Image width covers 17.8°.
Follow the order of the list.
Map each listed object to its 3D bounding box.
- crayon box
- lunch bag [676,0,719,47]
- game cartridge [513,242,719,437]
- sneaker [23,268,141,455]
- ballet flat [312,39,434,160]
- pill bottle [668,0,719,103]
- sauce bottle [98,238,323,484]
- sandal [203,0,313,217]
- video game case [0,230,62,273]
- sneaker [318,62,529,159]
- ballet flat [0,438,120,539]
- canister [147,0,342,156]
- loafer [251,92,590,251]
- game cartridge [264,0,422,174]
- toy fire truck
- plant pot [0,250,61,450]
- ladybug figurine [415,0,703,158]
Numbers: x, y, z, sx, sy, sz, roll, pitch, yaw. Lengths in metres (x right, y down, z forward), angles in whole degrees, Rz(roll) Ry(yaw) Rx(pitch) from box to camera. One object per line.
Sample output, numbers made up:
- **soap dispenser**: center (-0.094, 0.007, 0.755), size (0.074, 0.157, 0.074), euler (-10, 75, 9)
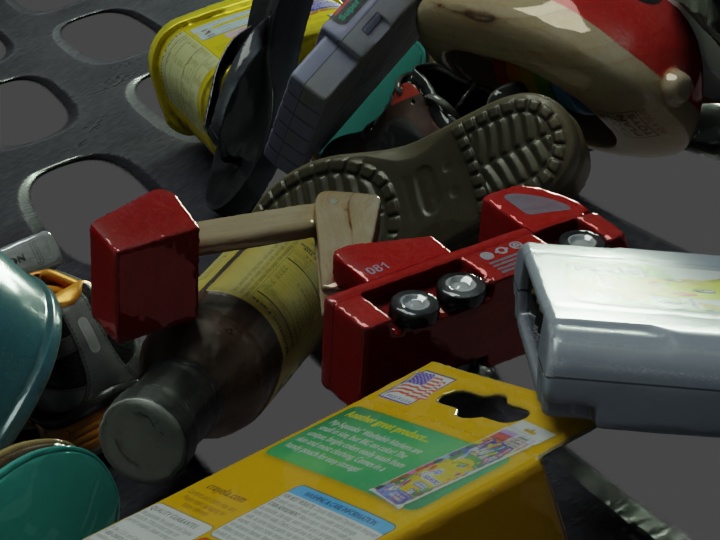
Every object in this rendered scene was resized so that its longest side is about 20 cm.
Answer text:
- **crayon box**: center (-0.018, 0.102, 0.783), size (0.200, 0.052, 0.126), euler (-26, 18, -24)
- **lunch bag**: center (0.252, -0.141, 1.149), size (0.199, 0.118, 0.164), euler (-3, 16, 1)
- **game cartridge**: center (0.125, 0.023, 0.827), size (0.133, 0.041, 0.200), euler (8, 10, -1)
- **sneaker**: center (-0.154, 0.035, 1.116), size (0.078, 0.077, 0.200), euler (-28, 17, -26)
- **ballet flat**: center (0.020, -0.148, 1.429), size (0.063, 0.068, 0.201), euler (107, -172, -80)
- **pill bottle**: center (0.156, -0.154, 1.342), size (0.113, 0.113, 0.200), euler (-27, 19, -31)
- **sauce bottle**: center (-0.062, 0.035, 1.035), size (0.064, 0.065, 0.200), euler (-11, 17, 24)
- **sandal**: center (-0.069, -0.127, 1.415), size (0.043, 0.201, 0.076), euler (19, -18, -25)
- **video game case**: center (-0.263, 0.040, 1.211), size (0.181, 0.023, 0.200), euler (-26, 0, -24)
- **sneaker**: center (0.042, -0.079, 1.272), size (0.077, 0.082, 0.200), euler (-28, 19, -33)
- **ballet flat**: center (-0.151, 0.122, 0.847), size (0.063, 0.069, 0.200), euler (-27, 10, 23)
- **canister**: center (-0.058, -0.133, 1.560), size (0.148, 0.087, 0.200), euler (-19, 17, -9)
- **loafer**: center (0.031, -0.027, 1.141), size (0.199, 0.076, 0.067), euler (-17, -20, 31)
- **game cartridge**: center (0.021, -0.152, 1.312), size (0.200, 0.038, 0.130), euler (-50, -8, -20)
- **toy fire truck**: center (0.000, 0.000, 0.984), size (0.199, 0.049, 0.141), euler (-20, 39, -31)
- **plant pot**: center (-0.262, 0.015, 0.978), size (0.200, 0.188, 0.200), euler (-30, 29, 19)
- **ladybug figurine**: center (0.113, -0.120, 1.226), size (0.200, 0.136, 0.072), euler (24, 78, 50)
